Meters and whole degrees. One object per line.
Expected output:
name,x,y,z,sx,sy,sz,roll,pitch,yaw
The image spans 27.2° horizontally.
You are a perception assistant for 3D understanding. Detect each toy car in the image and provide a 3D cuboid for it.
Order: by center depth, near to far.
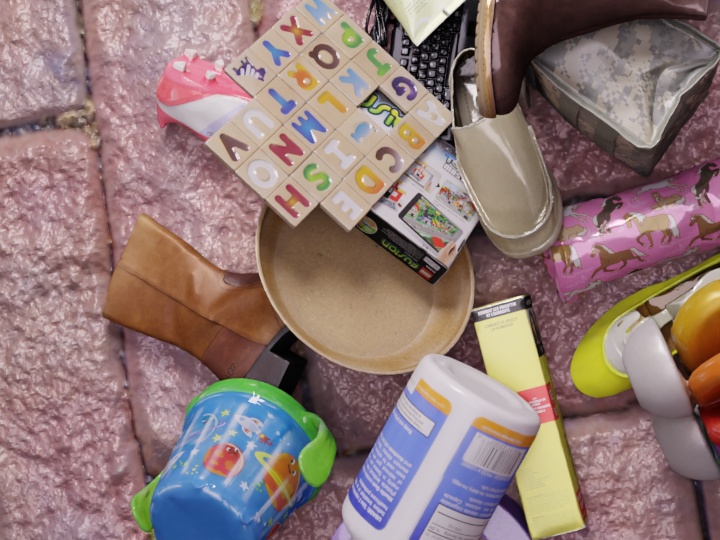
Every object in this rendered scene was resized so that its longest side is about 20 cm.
toy car,0.318,0.105,1.180,0.174,0.200,0.150,-25,41,8

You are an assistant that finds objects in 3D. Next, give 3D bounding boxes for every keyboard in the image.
keyboard,0.051,-0.219,1.307,0.103,0.040,0.202,7,91,10

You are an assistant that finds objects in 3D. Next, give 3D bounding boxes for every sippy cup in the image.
sippy cup,-0.112,0.183,1.269,0.139,0.130,0.178,31,126,3

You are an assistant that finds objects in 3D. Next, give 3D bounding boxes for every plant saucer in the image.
plant saucer,0.000,0.000,1.257,0.199,0.035,0.202,11,62,-20

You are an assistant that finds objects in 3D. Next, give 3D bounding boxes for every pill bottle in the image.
pill bottle,0.053,0.180,1.204,0.112,0.112,0.201,30,100,9

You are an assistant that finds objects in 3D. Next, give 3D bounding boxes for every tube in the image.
tube,0.013,-0.288,1.291,0.200,0.052,0.058,48,137,17

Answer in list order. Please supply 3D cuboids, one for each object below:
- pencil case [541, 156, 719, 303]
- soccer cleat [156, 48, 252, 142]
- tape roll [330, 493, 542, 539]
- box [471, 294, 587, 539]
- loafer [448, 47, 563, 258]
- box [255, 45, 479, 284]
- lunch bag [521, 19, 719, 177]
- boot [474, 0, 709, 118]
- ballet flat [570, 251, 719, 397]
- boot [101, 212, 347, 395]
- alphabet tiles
pencil case,0.248,-0.039,1.243,0.199,0.087,0.083,-20,123,10
soccer cleat,-0.090,-0.130,1.330,0.199,0.067,0.077,23,126,4
tape roll,0.066,0.278,1.293,0.199,0.066,0.202,0,91,10
box,0.146,0.123,1.273,0.050,0.075,0.201,-14,87,10
loafer,0.111,-0.102,1.240,0.075,0.068,0.201,-26,61,16
box,0.013,-0.090,1.266,0.200,0.035,0.110,37,56,-3
lunch bag,0.183,-0.180,1.217,0.200,0.164,0.118,38,91,10
boot,0.174,-0.200,1.100,0.165,0.072,0.201,10,79,9
ballet flat,0.260,0.039,1.254,0.199,0.067,0.067,-34,83,9
boot,-0.116,0.001,1.342,0.199,0.068,0.189,29,100,19
alphabet tiles,-0.033,-0.128,1.238,0.167,0.008,0.200,43,56,0
